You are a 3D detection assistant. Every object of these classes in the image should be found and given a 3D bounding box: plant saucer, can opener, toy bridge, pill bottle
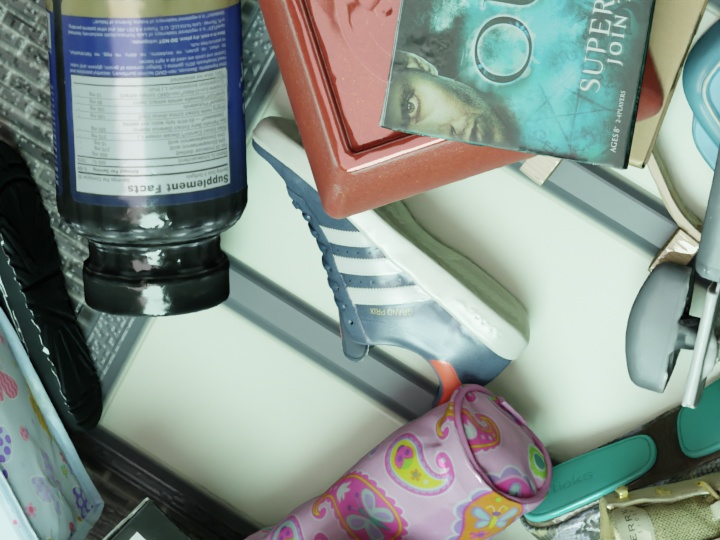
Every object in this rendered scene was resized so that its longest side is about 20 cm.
[{"bbox_3d":[0.041,-0.151,1.517,0.199,0.037,0.200,-18,87,12],"label":"plant saucer"},{"bbox_3d":[0.186,-0.019,1.511,0.067,0.053,0.200,14,114,14],"label":"can opener"},{"bbox_3d":[0.116,-0.079,1.565,0.200,0.027,0.067,39,110,4],"label":"toy bridge"},{"bbox_3d":[-0.121,-0.080,1.591,0.112,0.112,0.200,3,106,16],"label":"pill bottle"}]

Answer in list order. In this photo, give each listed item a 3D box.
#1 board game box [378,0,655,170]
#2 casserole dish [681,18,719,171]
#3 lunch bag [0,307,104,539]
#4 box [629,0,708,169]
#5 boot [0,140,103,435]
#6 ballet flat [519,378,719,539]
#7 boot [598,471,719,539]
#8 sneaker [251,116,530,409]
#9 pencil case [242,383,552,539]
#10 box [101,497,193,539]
[{"bbox_3d":[0.092,-0.163,1.473,0.135,0.028,0.200,10,94,10],"label":"board game box"},{"bbox_3d":[0.263,-0.113,1.506,0.200,0.039,0.121,-38,92,21],"label":"casserole dish"},{"bbox_3d":[-0.274,0.103,1.613,0.169,0.127,0.200,-20,103,17],"label":"lunch bag"},{"bbox_3d":[0.092,-0.165,1.536,0.200,0.021,0.164,21,97,10],"label":"box"},{"bbox_3d":[-0.257,0.032,1.685,0.162,0.073,0.199,-12,104,19],"label":"boot"},{"bbox_3d":[0.187,0.111,1.580,0.200,0.072,0.072,-28,95,22],"label":"ballet flat"},{"bbox_3d":[0.210,0.124,1.488,0.155,0.200,0.073,-8,66,-10],"label":"boot"},{"bbox_3d":[0.000,0.000,1.595,0.200,0.075,0.085,43,107,2],"label":"sneaker"},{"bbox_3d":[0.015,0.144,1.611,0.200,0.087,0.087,-37,91,32],"label":"pencil case"},{"bbox_3d":[-0.097,0.248,1.638,0.200,0.086,0.164,44,156,2],"label":"box"}]
